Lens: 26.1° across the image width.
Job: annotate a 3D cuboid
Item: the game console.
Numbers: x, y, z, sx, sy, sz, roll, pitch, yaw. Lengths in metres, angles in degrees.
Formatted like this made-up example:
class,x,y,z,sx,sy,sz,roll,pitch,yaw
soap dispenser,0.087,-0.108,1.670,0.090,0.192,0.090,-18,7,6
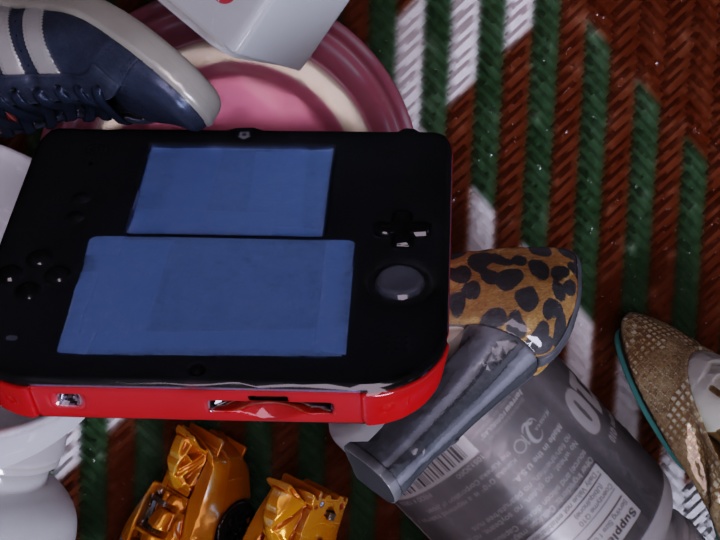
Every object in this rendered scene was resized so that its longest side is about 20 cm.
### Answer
class,x,y,z,sx,sy,sz,roll,pitch,yaw
game console,-0.059,-0.007,0.676,0.197,0.178,0.031,1,135,3

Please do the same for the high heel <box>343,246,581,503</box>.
class,x,y,z,sx,sy,sz,roll,pitch,yaw
high heel,0.000,0.000,0.728,0.142,0.072,0.200,-41,61,-17

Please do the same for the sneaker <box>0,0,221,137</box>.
class,x,y,z,sx,sy,sz,roll,pitch,yaw
sneaker,-0.158,-0.085,0.719,0.198,0.075,0.085,21,74,25

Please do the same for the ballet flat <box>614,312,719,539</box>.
class,x,y,z,sx,sy,sz,roll,pitch,yaw
ballet flat,0.201,0.100,0.800,0.065,0.070,0.202,-39,70,38

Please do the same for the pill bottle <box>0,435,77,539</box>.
class,x,y,z,sx,sy,sz,roll,pitch,yaw
pill bottle,-0.202,0.156,0.770,0.111,0.112,0.202,12,97,-9

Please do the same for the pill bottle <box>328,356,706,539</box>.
class,x,y,z,sx,sy,sz,roll,pitch,yaw
pill bottle,0.088,0.111,0.799,0.114,0.114,0.200,-44,102,1

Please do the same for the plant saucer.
class,x,y,z,sx,sy,sz,roll,pitch,yaw
plant saucer,-0.065,-0.042,0.788,0.198,0.051,0.203,-1,99,-6

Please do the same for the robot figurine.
class,x,y,z,sx,sy,sz,roll,pitch,yaw
robot figurine,-0.088,0.188,0.787,0.058,0.144,0.202,25,87,-53

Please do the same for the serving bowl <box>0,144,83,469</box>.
class,x,y,z,sx,sy,sz,roll,pitch,yaw
serving bowl,-0.203,0.022,0.702,0.198,0.201,0.066,15,130,-10

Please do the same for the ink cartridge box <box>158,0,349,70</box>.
class,x,y,z,sx,sy,sz,roll,pitch,yaw
ink cartridge box,-0.038,-0.215,0.708,0.145,0.083,0.201,40,104,15
